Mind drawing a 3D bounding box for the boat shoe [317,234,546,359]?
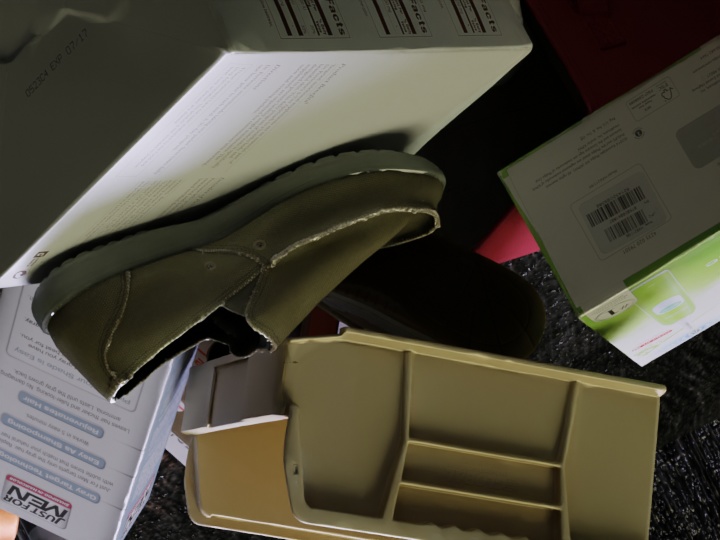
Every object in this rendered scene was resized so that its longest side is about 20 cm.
[{"bbox_3d":[0.000,0.000,1.132,0.074,0.199,0.066,-53,172,-26],"label":"boat shoe"}]

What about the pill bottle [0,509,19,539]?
[{"bbox_3d":[-0.312,0.137,1.333,0.199,0.107,0.106,1,154,-20],"label":"pill bottle"}]

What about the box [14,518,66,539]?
[{"bbox_3d":[-0.260,0.187,1.501,0.123,0.198,0.200,-29,164,10],"label":"box"}]

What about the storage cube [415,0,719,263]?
[{"bbox_3d":[0.110,-0.127,1.168,0.179,0.172,0.200,-18,161,-32],"label":"storage cube"}]

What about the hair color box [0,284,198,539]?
[{"bbox_3d":[-0.145,0.051,1.154,0.061,0.098,0.201,-60,173,-54],"label":"hair color box"}]

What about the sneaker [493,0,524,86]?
[{"bbox_3d":[0.014,-0.141,1.090,0.071,0.083,0.199,-11,-164,-43],"label":"sneaker"}]

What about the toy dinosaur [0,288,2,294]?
[{"bbox_3d":[-0.222,0.001,1.129,0.135,0.201,0.102,-20,-153,-32],"label":"toy dinosaur"}]

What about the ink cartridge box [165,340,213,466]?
[{"bbox_3d":[-0.092,0.057,1.380,0.200,0.115,0.068,-40,167,-48],"label":"ink cartridge box"}]

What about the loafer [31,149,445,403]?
[{"bbox_3d":[-0.047,0.006,0.982,0.199,0.070,0.075,-22,164,-12],"label":"loafer"}]

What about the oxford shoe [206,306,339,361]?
[{"bbox_3d":[-0.056,0.063,1.249,0.072,0.071,0.201,11,138,-2],"label":"oxford shoe"}]

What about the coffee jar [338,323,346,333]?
[{"bbox_3d":[0.036,-0.053,1.280,0.200,0.085,0.105,-56,166,-32],"label":"coffee jar"}]

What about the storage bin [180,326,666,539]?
[{"bbox_3d":[0.024,0.095,1.090,0.197,0.094,0.200,11,170,-17],"label":"storage bin"}]

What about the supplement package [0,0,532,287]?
[{"bbox_3d":[-0.072,-0.108,0.983,0.199,0.148,0.191,-8,156,-48],"label":"supplement package"}]

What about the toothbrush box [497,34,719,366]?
[{"bbox_3d":[0.168,-0.033,1.088,0.145,0.086,0.200,-31,165,9],"label":"toothbrush box"}]
